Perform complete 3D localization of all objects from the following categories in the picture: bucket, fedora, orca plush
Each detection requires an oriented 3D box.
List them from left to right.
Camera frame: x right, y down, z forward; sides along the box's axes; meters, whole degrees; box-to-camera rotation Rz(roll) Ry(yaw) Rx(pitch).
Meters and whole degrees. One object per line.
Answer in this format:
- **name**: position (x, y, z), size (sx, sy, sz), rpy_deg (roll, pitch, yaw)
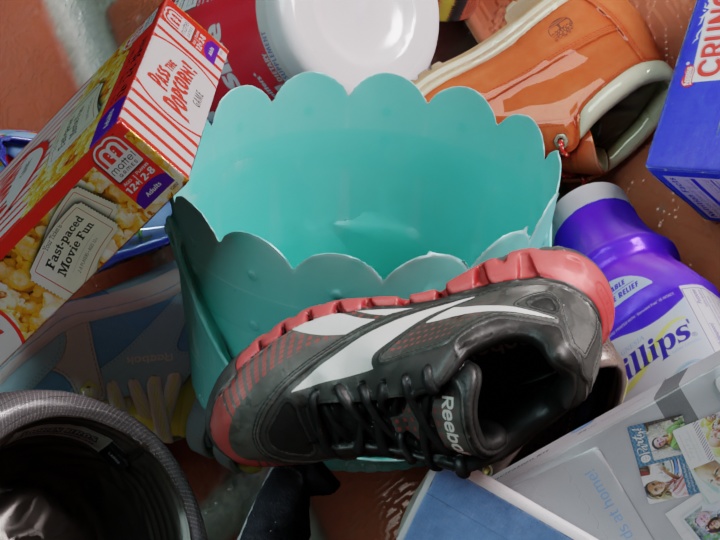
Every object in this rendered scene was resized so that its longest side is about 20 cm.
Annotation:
- **fedora**: position (-0.167, 0.157, 1.070), size (0.090, 0.177, 0.200), rpy_deg (-30, 29, 46)
- **orca plush**: position (-0.042, 0.183, 1.032), size (0.071, 0.105, 0.200), rpy_deg (21, 56, 5)
- **bucket**: position (0.000, 0.000, 1.123), size (0.206, 0.135, 0.207), rpy_deg (2, 32, -1)

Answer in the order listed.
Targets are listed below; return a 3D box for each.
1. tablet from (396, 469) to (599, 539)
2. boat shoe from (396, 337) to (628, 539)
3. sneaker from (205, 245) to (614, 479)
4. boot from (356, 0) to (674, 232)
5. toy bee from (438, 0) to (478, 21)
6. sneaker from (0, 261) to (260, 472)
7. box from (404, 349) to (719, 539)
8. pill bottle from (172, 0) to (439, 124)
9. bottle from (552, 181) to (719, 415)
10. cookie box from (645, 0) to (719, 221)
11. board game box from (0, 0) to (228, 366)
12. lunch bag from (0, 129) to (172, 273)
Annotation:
- **tablet**: position (0.096, 0.185, 0.992), size (0.199, 0.014, 0.131), rpy_deg (29, 108, 13)
- **boat shoe**: position (0.073, 0.113, 1.069), size (0.060, 0.072, 0.201), rpy_deg (48, 120, 54)
- **sneaker**: position (0.020, 0.053, 0.985), size (0.200, 0.071, 0.098), rpy_deg (-17, 28, 10)
- **boot**: position (0.083, -0.073, 1.204), size (0.200, 0.075, 0.107), rpy_deg (-41, 52, 10)
- **toy bee**: position (-0.013, -0.218, 1.332), size (0.200, 0.108, 0.131), rpy_deg (39, 133, 51)
- **sneaker**: position (-0.114, 0.073, 1.199), size (0.200, 0.080, 0.131), rpy_deg (-29, 57, -32)
- **box**: position (0.144, 0.138, 0.997), size (0.200, 0.041, 0.156), rpy_deg (-32, 89, 19)
- **pill bottle**: position (-0.051, -0.136, 1.288), size (0.200, 0.112, 0.113), rpy_deg (-12, 56, 56)
- **bottle**: position (0.149, 0.040, 1.090), size (0.083, 0.065, 0.200), rpy_deg (-39, 48, 20)
- **cookie box**: position (0.263, -0.107, 1.080), size (0.199, 0.075, 0.172), rpy_deg (7, 70, 39)
- **board game box**: position (-0.154, -0.027, 1.079), size (0.200, 0.046, 0.152), rpy_deg (-43, 17, 22)
- **lunch bag**: position (-0.143, -0.045, 1.292), size (0.150, 0.199, 0.095), rpy_deg (4, 102, 59)
